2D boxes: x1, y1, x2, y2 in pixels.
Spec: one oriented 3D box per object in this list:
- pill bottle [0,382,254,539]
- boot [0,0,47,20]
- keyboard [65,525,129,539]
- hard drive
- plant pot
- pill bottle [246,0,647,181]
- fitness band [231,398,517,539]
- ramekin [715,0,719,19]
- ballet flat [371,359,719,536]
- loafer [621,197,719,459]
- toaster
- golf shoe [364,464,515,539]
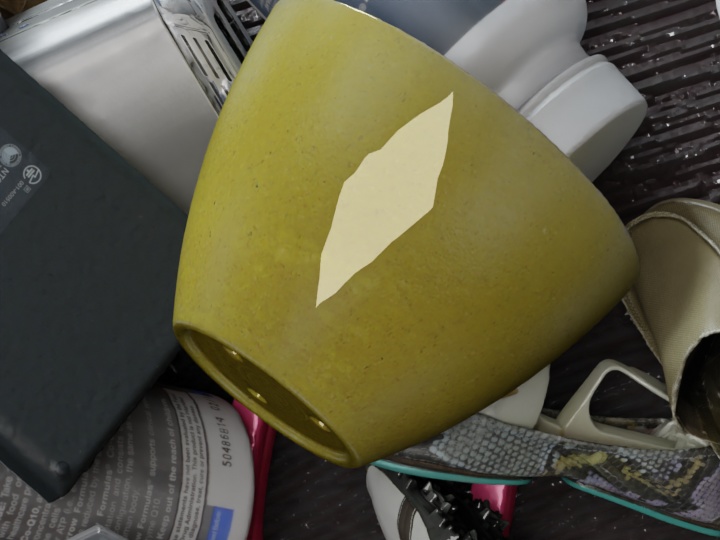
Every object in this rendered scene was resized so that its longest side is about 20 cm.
[{"bbox_3d":[-0.160,0.095,1.392,0.114,0.199,0.114,-31,53,50],"label":"pill bottle"},{"bbox_3d":[-0.178,-0.167,1.416,0.066,0.200,0.175,39,97,17],"label":"boot"},{"bbox_3d":[-0.066,0.169,1.386,0.056,0.200,0.011,-32,41,32],"label":"keyboard"},{"bbox_3d":[-0.167,-0.014,1.327,0.200,0.033,0.140,42,67,-8],"label":"hard drive"},{"bbox_3d":[0.000,0.000,1.297,0.200,0.200,0.142,34,77,14],"label":"plant pot"},{"bbox_3d":[0.036,-0.118,1.401,0.120,0.120,0.200,-45,78,8],"label":"pill bottle"},{"bbox_3d":[0.004,0.101,1.441,0.143,0.037,0.201,10,91,15],"label":"fitness band"},{"bbox_3d":[0.243,-0.083,1.310,0.098,0.200,0.201,-36,79,18],"label":"ramekin"},{"bbox_3d":[0.089,0.069,1.375,0.199,0.072,0.072,12,90,-14],"label":"ballet flat"},{"bbox_3d":[0.167,0.034,1.345,0.200,0.067,0.076,51,129,45],"label":"loafer"},{"bbox_3d":[-0.098,-0.053,1.425,0.129,0.114,0.201,-29,104,9],"label":"toaster"},{"bbox_3d":[0.045,0.168,1.360,0.095,0.078,0.200,-46,57,15],"label":"golf shoe"}]
